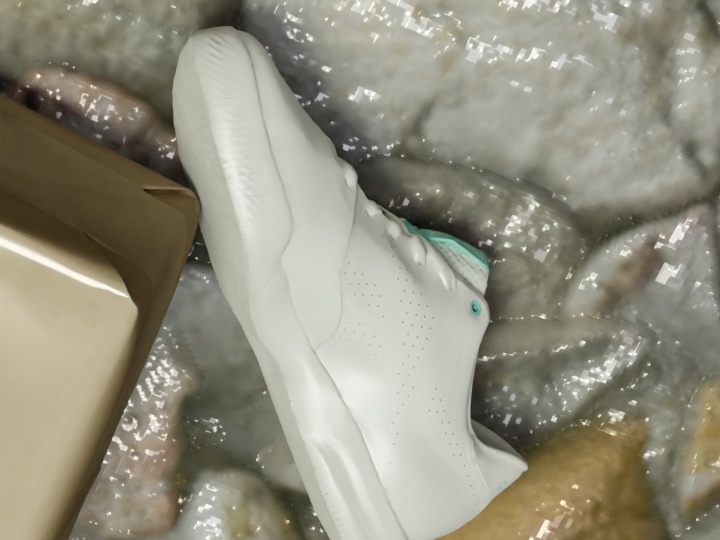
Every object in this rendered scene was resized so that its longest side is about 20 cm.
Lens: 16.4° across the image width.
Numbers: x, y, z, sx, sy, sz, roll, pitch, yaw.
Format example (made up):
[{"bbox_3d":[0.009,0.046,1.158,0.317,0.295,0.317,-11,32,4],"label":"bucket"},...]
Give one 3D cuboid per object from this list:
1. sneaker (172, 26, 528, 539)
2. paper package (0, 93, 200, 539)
[{"bbox_3d":[0.000,0.000,0.851,0.088,0.075,0.200,-23,113,-9],"label":"sneaker"},{"bbox_3d":[-0.177,0.034,0.826,0.190,0.103,0.200,26,112,-1],"label":"paper package"}]
